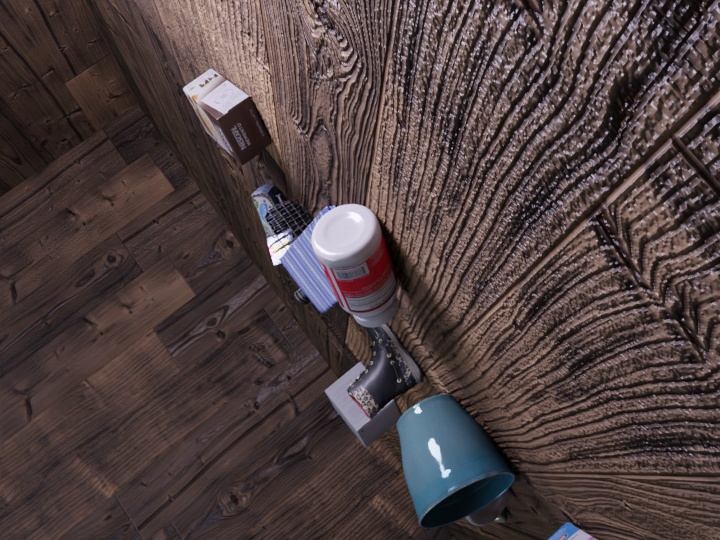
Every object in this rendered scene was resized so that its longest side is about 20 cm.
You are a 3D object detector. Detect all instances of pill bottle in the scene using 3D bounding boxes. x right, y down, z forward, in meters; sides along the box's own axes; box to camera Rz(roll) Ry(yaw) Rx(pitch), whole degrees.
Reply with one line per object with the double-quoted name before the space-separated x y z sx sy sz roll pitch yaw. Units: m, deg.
"pill bottle" 0.219 0.442 1.491 0.115 0.113 0.199 59 167 -27
"pill bottle" 0.000 0.000 1.124 0.112 0.111 0.202 43 164 40

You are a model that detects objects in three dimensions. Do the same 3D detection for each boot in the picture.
"boot" 0.022 0.200 1.492 0.205 0.153 0.074 50 168 17

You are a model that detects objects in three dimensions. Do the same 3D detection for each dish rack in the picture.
"dish rack" -0.125 -0.046 1.445 0.202 0.054 0.153 55 -148 -1

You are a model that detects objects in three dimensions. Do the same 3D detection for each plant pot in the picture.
"plant pot" 0.163 0.350 1.313 0.202 0.196 0.190 71 174 -56

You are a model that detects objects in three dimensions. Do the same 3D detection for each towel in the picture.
"towel" -0.063 -0.018 1.309 0.146 0.024 0.199 52 135 2

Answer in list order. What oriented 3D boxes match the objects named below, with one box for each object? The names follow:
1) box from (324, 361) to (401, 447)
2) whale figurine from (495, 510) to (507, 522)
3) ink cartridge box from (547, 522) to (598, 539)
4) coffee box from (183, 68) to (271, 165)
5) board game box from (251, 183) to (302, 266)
"box" 0.008 0.418 2.168 0.200 0.151 0.107 43 164 43
"whale figurine" 0.262 0.518 1.638 0.197 0.105 0.159 28 166 3
"ink cartridge box" 0.340 0.495 1.077 0.086 0.143 0.200 55 168 -4
"coffee box" -0.270 -0.313 1.398 0.200 0.079 0.116 42 164 47
"board game box" -0.177 -0.091 1.556 0.200 0.060 0.204 -97 -13 -76
